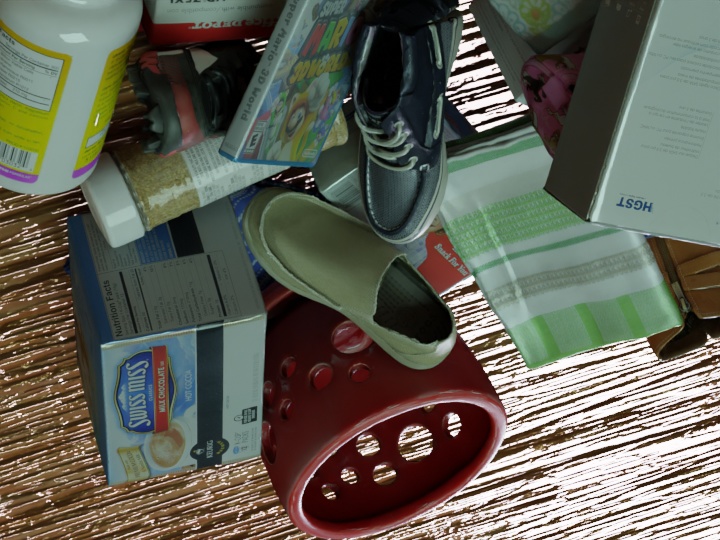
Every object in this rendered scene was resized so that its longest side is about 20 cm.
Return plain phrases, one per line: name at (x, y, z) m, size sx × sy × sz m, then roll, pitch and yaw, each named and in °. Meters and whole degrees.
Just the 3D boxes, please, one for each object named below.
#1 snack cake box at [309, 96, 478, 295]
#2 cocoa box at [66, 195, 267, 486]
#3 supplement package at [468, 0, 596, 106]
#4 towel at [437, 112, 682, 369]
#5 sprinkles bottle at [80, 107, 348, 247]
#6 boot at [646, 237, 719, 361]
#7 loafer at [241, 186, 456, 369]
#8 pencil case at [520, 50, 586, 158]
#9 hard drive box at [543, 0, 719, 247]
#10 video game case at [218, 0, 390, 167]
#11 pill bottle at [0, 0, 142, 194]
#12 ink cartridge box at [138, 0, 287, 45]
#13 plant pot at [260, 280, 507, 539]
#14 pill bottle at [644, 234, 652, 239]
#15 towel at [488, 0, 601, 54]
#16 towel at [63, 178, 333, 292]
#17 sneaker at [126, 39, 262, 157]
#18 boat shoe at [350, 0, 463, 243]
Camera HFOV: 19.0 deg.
snack cake box at (0.052, -0.070, 1.727) m, size 0.115 × 0.067 × 0.200 m, roll -33°, pitch 141°, yaw 12°
cocoa box at (-0.154, 0.054, 1.689) m, size 0.131 × 0.134 × 0.200 m, roll -11°, pitch 144°, yaw -13°
supplement package at (0.197, -0.213, 1.594) m, size 0.113 × 0.110 × 0.200 m, roll 18°, pitch 127°, yaw -41°
towel at (0.140, -0.021, 1.630) m, size 0.149 × 0.031 × 0.201 m, roll -17°, pitch 113°, yaw 34°
sprinkles bottle at (-0.110, -0.087, 1.606) m, size 0.199 × 0.068 × 0.068 m, roll -25°, pitch 143°, yaw -10°
boot at (0.298, -0.028, 1.827) m, size 0.199 × 0.156 × 0.077 m, roll -31°, pitch 141°, yaw 11°
loafer at (0.000, 0.000, 1.651) m, size 0.200 × 0.076 × 0.068 m, roll 34°, pitch 159°, yaw -13°
pencil case at (0.216, -0.141, 1.528) m, size 0.199 × 0.087 × 0.083 m, roll -18°, pitch 128°, yaw -13°
hard drive box at (0.231, -0.124, 1.446) m, size 0.155 × 0.077 × 0.201 m, roll 10°, pitch 106°, yaw -24°
video game case at (-0.024, -0.166, 1.500) m, size 0.201 × 0.018 × 0.143 m, roll -65°, pitch 161°, yaw 11°
pill bottle at (-0.209, -0.155, 1.467) m, size 0.104 × 0.105 × 0.200 m, roll -1°, pitch 137°, yaw -26°
ink cartridge box at (-0.091, -0.223, 1.474) m, size 0.116 × 0.067 × 0.201 m, roll -6°, pitch 140°, yaw -20°
plant pot at (-0.001, 0.095, 1.791) m, size 0.199 × 0.183 × 0.201 m, roll -19°, pitch 149°, yaw -12°
pill bottle at (0.204, -0.075, 1.726) m, size 0.200 × 0.111 × 0.111 m, roll -18°, pitch 150°, yaw -47°
towel at (0.144, -0.269, 1.479) m, size 0.200 × 0.048 × 0.171 m, roll -37°, pitch 99°, yaw 24°
towel at (-0.124, -0.026, 1.728) m, size 0.199 × 0.024 × 0.145 m, roll 13°, pitch 131°, yaw -37°
sneaker at (-0.108, -0.124, 1.493) m, size 0.097 × 0.200 × 0.071 m, roll -8°, pitch 100°, yaw 2°
boat shoe at (0.021, -0.104, 1.565) m, size 0.093 × 0.074 × 0.201 m, roll -35°, pitch 136°, yaw -57°
